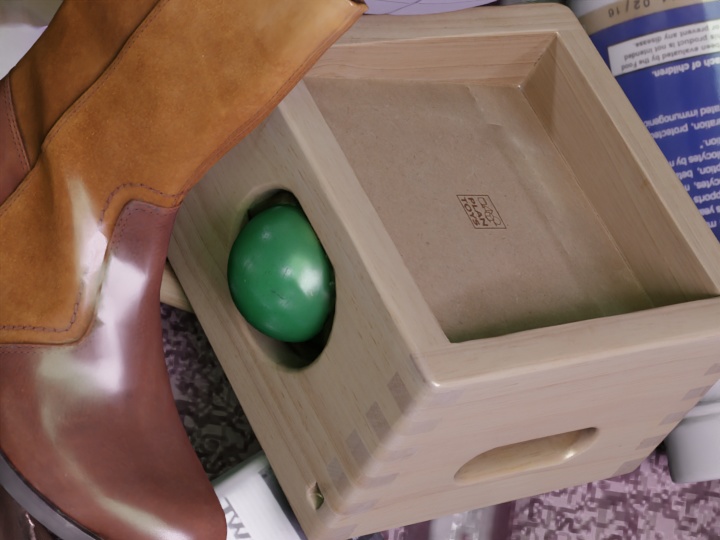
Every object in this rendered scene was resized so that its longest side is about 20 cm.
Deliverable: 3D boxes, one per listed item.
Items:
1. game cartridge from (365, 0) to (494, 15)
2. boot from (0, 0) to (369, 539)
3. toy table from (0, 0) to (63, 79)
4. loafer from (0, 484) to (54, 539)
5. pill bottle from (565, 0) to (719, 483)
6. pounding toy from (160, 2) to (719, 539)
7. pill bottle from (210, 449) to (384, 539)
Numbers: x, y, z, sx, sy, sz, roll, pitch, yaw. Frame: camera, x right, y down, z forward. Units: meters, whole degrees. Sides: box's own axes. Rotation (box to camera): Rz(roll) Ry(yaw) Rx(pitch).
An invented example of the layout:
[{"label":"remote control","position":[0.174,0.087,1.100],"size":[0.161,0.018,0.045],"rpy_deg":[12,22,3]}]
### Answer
[{"label":"game cartridge","position":[0.033,-0.165,0.808],"size":[0.200,0.041,0.134],"rpy_deg":[-22,95,-46]},{"label":"boot","position":[-0.058,-0.020,0.726],"size":[0.200,0.068,0.189],"rpy_deg":[-47,61,24]},{"label":"toy table","position":[-0.146,-0.130,0.834],"size":[0.199,0.117,0.185],"rpy_deg":[23,80,-4]},{"label":"loafer","position":[-0.146,0.114,0.811],"size":[0.073,0.071,0.201],"rpy_deg":[4,111,28]},{"label":"pill bottle","position":[0.148,-0.020,0.868],"size":[0.110,0.111,0.201],"rpy_deg":[-7,84,-10]},{"label":"pounding toy","position":[0.000,0.000,0.807],"size":[0.199,0.142,0.185],"rpy_deg":[-9,58,-36]},{"label":"pill bottle","position":[-0.010,0.169,0.823],"size":[0.106,0.106,0.200],"rpy_deg":[-32,88,-11]}]
